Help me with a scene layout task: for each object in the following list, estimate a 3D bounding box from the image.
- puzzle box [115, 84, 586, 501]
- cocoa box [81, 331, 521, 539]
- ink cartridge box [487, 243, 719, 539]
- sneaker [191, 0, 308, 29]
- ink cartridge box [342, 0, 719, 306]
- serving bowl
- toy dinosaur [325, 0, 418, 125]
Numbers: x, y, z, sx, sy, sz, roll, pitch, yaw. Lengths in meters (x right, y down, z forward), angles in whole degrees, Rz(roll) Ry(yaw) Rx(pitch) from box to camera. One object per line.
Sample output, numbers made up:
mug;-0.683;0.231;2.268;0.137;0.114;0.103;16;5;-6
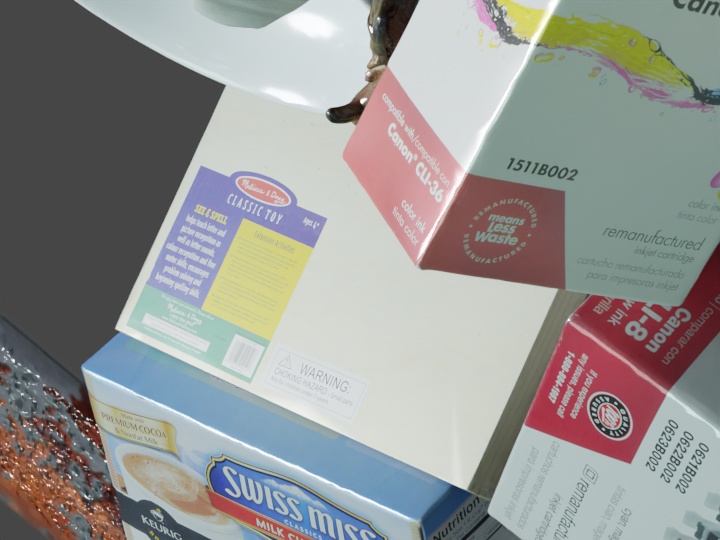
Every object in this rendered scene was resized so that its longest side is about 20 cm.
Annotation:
puzzle box;0.000;0.000;1.203;0.200;0.133;0.025;23;177;34
cocoa box;-0.002;0.083;1.282;0.200;0.133;0.131;22;140;34
ink cartridge box;0.177;0.072;1.049;0.200;0.145;0.145;37;146;14
sneaker;-0.023;-0.183;1.006;0.078;0.201;0.077;15;-179;-22
ink cartridge box;0.093;-0.091;0.919;0.200;0.116;0.068;-63;39;27
serving bowl;-0.054;-0.139;1.134;0.200;0.066;0.200;24;164;8
toy dinosaur;0.046;-0.121;0.979;0.086;0.135;0.200;-125;18;-44
